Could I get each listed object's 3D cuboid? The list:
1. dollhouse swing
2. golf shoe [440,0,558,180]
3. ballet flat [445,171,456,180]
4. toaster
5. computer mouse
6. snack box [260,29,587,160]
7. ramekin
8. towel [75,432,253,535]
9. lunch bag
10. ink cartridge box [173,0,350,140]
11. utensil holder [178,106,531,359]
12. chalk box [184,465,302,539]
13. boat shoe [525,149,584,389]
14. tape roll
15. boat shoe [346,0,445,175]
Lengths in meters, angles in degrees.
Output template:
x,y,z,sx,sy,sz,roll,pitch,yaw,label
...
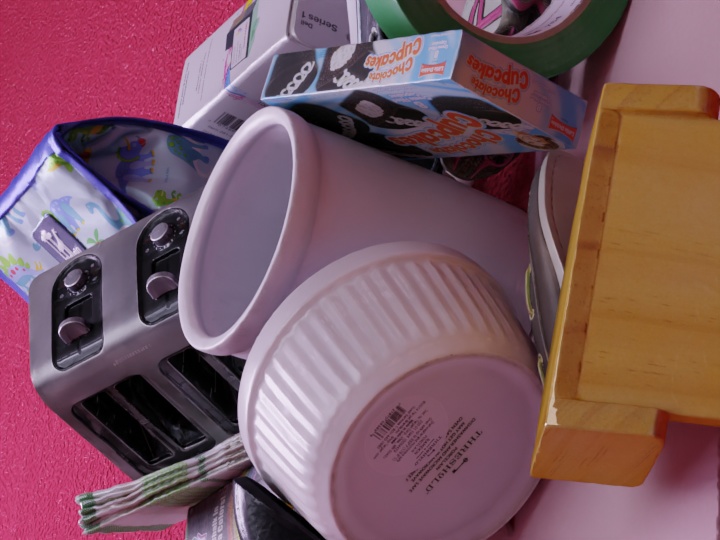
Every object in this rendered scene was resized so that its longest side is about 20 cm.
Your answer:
x,y,z,sx,sy,sz,roll,pitch,yaw,label
0.201,0.018,1.317,0.182,0.174,0.202,89,-168,-73,dollhouse swing
0.101,-0.152,1.659,0.201,0.072,0.092,-68,17,-14,golf shoe
0.010,0.012,1.733,0.201,0.069,0.069,-68,25,9,ballet flat
-0.129,0.060,1.753,0.180,0.200,0.119,-25,41,22,toaster
-0.016,0.204,1.465,0.046,0.200,0.140,-51,-8,-2,computer mouse
0.040,-0.111,1.534,0.199,0.116,0.037,-1,69,52,snack box
0.031,0.094,1.489,0.201,0.199,0.105,-63,35,18,ramekin
-0.093,0.140,1.683,0.199,0.149,0.031,-25,78,15,towel
-0.186,-0.033,1.843,0.170,0.199,0.128,-46,32,44,lunch bag
-0.038,-0.151,1.848,0.200,0.144,0.085,-34,42,53,ink cartridge box
0.000,0.000,1.601,0.170,0.199,0.171,-42,38,45,utensil holder
-0.050,0.220,1.647,0.200,0.123,0.125,-37,42,52,chalk box
0.134,0.013,1.473,0.060,0.071,0.201,-46,41,38,boat shoe
0.092,-0.225,1.566,0.048,0.199,0.202,3,76,64,tape roll
0.035,-0.148,1.675,0.068,0.071,0.202,-17,75,63,boat shoe
